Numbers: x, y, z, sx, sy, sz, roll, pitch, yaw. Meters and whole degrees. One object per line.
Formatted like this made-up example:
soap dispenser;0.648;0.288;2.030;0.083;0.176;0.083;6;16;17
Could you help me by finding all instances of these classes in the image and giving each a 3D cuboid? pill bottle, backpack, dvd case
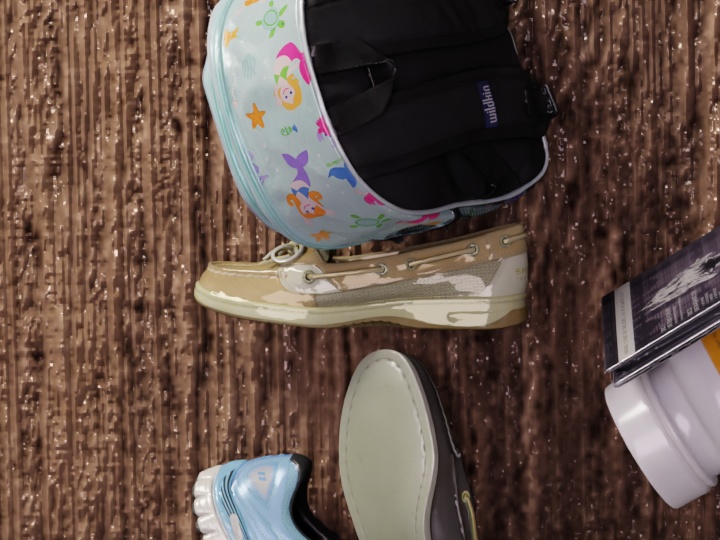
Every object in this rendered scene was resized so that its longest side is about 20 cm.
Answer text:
pill bottle;0.245;0.051;1.578;0.200;0.111;0.111;-32;86;11
backpack;-0.002;-0.100;1.579;0.150;0.200;0.178;-19;90;32
dvd case;0.225;-0.010;1.561;0.200;0.149;0.016;-32;101;12

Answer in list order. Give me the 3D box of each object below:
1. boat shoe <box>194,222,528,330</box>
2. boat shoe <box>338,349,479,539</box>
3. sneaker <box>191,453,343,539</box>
boat shoe;0.000;0.000;1.646;0.200;0.073;0.063;2;97;8
boat shoe;0.036;0.146;1.655;0.071;0.060;0.202;-7;89;39
sneaker;-0.030;0.203;1.663;0.090;0.078;0.201;-22;89;8
